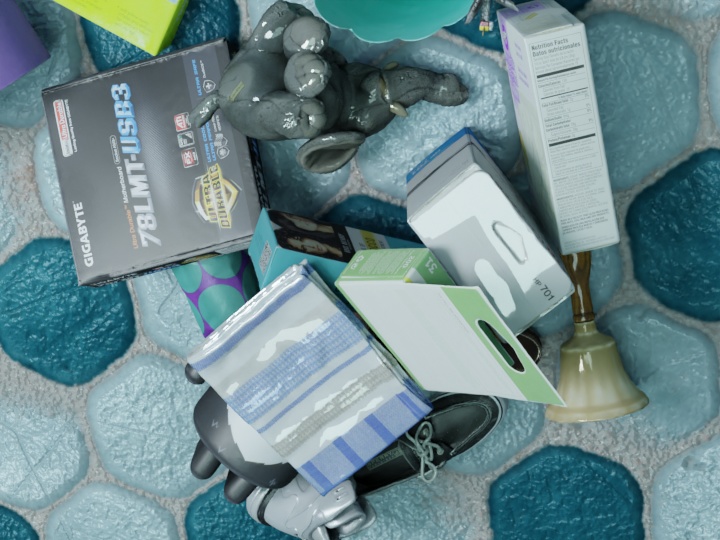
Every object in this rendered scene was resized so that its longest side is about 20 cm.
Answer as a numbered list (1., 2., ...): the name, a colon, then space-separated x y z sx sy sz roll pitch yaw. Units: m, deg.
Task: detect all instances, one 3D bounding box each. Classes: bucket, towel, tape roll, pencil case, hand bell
1. bucket: 0.042 -0.312 1.379 0.205 0.135 0.209 5 113 12
2. towel: -0.045 0.102 1.422 0.146 0.024 0.200 -38 111 11
3. tape roll: -0.402 -0.186 1.497 0.199 0.200 0.085 -28 103 22
4. pencil case: -0.136 0.040 1.591 0.092 0.085 0.201 -13 109 34
5. hand bell: 0.216 0.038 1.524 0.103 0.104 0.202 -8 97 16

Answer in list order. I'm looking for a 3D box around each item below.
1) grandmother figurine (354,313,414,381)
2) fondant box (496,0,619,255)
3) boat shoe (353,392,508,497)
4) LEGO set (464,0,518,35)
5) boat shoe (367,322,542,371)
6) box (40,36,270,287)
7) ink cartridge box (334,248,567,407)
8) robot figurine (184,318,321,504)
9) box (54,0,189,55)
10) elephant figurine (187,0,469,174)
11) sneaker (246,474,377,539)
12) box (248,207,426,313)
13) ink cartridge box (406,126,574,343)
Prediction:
1. grandmother figurine: -0.014 0.031 1.542 0.200 0.121 0.061 40 71 -11
2. fondant box: 0.178 -0.133 1.411 0.058 0.144 0.202 -12 109 -1
3. boat shoe: 0.062 0.178 1.611 0.198 0.068 0.074 -24 105 21
4. LEGO set: 0.057 -0.294 1.243 0.199 0.116 0.155 25 114 2
5. boat shoe: 0.103 0.080 1.510 0.198 0.072 0.073 10 98 -32
6. box: -0.196 -0.102 1.514 0.197 0.050 0.202 -13 82 10
7. ink cartridge box: 0.084 0.047 1.340 0.199 0.048 0.146 -1 134 53
8. robot figurine: -0.082 0.129 1.506 0.150 0.125 0.200 24 111 -46
9. box: -0.202 -0.321 1.481 0.121 0.048 0.201 28 116 0
10. elephant figurine: -0.025 -0.157 1.460 0.155 0.199 0.143 27 96 37
11. sneaker: -0.018 0.193 1.580 0.114 0.075 0.201 31 79 33
12. box: 0.000 0.000 1.454 0.198 0.082 0.050 13 115 -20
13. ink cartridge box: 0.115 -0.038 1.433 0.086 0.200 0.147 -37 100 11
